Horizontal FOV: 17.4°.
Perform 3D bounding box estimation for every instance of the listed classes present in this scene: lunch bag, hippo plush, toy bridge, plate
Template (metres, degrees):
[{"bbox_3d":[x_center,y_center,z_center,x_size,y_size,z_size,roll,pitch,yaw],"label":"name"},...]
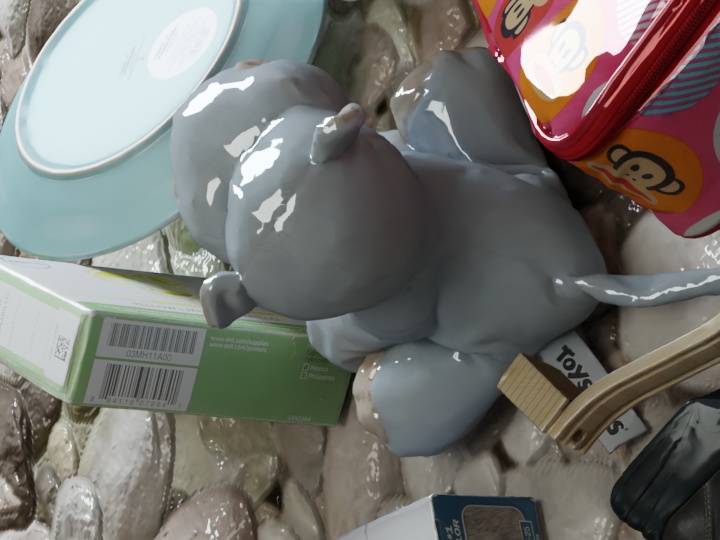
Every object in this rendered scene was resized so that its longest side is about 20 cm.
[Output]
[{"bbox_3d":[0.122,-0.123,0.805,0.176,0.082,0.200,-53,22,18],"label":"lunch bag"},{"bbox_3d":[0.000,0.000,0.921,0.200,0.161,0.159,52,123,42],"label":"hippo plush"},{"bbox_3d":[0.132,-0.016,0.825,0.200,0.027,0.067,-52,46,9],"label":"toy bridge"},{"bbox_3d":[-0.102,-0.093,1.097,0.200,0.026,0.200,-25,41,25],"label":"plate"}]

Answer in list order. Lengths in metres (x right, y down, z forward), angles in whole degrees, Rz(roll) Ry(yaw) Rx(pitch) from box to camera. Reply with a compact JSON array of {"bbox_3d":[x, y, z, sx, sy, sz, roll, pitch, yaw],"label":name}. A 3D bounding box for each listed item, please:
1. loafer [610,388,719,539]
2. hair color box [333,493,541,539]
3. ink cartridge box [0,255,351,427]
[{"bbox_3d":[0.170,0.038,0.792,0.072,0.073,0.200,48,127,18],"label":"loafer"},{"bbox_3d":[-0.004,0.169,0.981,0.200,0.060,0.100,-30,62,45],"label":"hair color box"},{"bbox_3d":[-0.117,0.020,1.075,0.200,0.145,0.048,24,103,50],"label":"ink cartridge box"}]
